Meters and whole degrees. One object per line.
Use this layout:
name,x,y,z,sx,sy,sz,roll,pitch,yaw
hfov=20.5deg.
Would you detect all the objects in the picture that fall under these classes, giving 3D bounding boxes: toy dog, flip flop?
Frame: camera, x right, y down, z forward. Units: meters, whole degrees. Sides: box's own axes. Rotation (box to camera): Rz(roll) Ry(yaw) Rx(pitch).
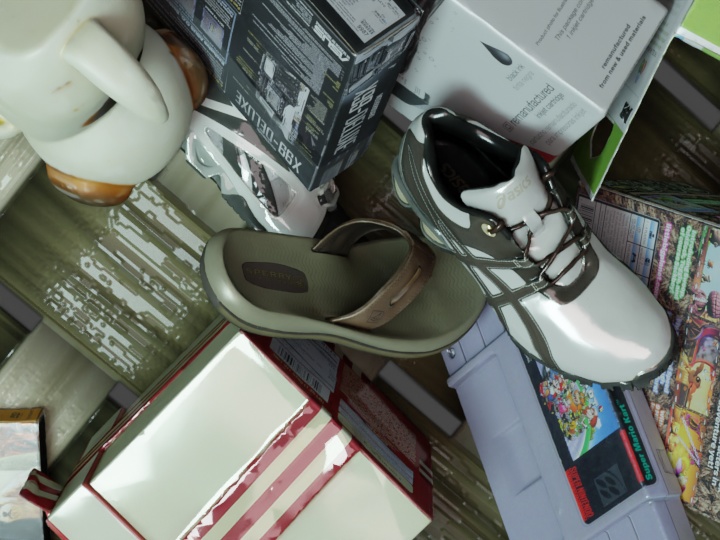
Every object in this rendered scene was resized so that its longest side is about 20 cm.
toy dog,-0.155,-0.122,1.082,0.193,0.200,0.140,23,77,21
flip flop,0.000,0.000,1.138,0.199,0.082,0.058,7,140,-37

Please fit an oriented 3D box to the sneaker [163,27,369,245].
sneaker,-0.048,-0.075,1.196,0.200,0.074,0.089,43,101,-8

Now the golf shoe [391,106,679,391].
golf shoe,0.093,-0.013,1.098,0.200,0.095,0.078,40,77,13

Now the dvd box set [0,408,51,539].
dvd box set,-0.298,0.162,1.271,0.198,0.029,0.148,0,102,1

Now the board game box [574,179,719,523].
board game box,0.211,0.047,1.145,0.096,0.199,0.161,-1,106,-37

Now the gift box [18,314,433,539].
gift box,-0.080,0.132,1.181,0.185,0.200,0.187,45,100,-2

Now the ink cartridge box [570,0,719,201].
ink cartridge box,0.200,-0.128,1.144,0.075,0.148,0.201,25,102,-5

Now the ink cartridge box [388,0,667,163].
ink cartridge box,0.051,-0.152,1.135,0.199,0.144,0.084,36,67,-5

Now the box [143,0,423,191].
box,-0.062,-0.160,1.101,0.050,0.158,0.200,-36,77,-23

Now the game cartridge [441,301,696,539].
game cartridge,0.116,0.095,1.167,0.038,0.130,0.202,-3,63,-34
